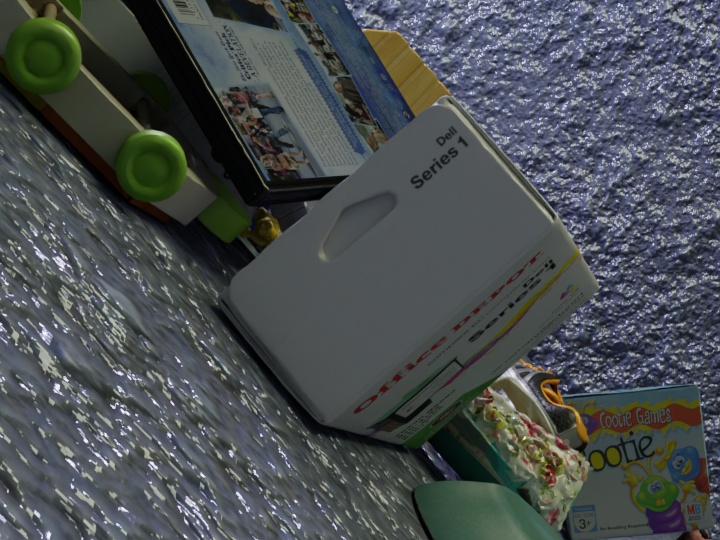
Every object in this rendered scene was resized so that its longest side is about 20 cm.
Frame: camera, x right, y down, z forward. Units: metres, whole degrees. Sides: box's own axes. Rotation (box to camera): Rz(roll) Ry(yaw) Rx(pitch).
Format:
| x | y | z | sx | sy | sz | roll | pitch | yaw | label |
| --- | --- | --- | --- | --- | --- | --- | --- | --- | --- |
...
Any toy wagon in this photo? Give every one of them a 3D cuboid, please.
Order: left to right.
| x | y | z | sx | sy | sz | roll | pitch | yaw | label |
| --- | --- | --- | --- | --- | --- | --- | --- | --- | --- |
| -0.117 | -0.075 | 0.707 | 0.200 | 0.040 | 0.155 | 47 | 5 | -21 | toy wagon |

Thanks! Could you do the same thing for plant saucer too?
| x | y | z | sx | sy | sz | roll | pitch | yaw | label |
| --- | --- | --- | --- | --- | --- | --- | --- | --- | --- |
| 0.106 | 0.176 | 0.726 | 0.200 | 0.036 | 0.200 | 47 | 5 | -6 | plant saucer |

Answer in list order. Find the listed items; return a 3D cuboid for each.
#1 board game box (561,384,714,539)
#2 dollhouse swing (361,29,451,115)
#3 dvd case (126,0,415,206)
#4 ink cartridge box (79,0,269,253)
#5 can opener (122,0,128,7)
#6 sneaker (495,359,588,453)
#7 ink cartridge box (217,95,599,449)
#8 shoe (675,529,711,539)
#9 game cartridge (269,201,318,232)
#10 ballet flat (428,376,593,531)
| x | y | z | sx | sy | sz | roll | pitch | yaw | label |
| --- | --- | --- | --- | --- | --- | --- | --- | --- | --- |
| 0.200 | 0.143 | 1.097 | 0.200 | 0.105 | 0.103 | 46 | 39 | -83 | board game box |
| 0.021 | -0.092 | 1.246 | 0.200 | 0.176 | 0.182 | 48 | 5 | -20 | dollhouse swing |
| -0.035 | -0.102 | 0.781 | 0.200 | 0.018 | 0.143 | -10 | 67 | -59 | dvd case |
| -0.102 | -0.085 | 0.837 | 0.200 | 0.039 | 0.099 | 49 | -5 | 0 | ink cartridge box |
| -0.114 | -0.126 | 0.950 | 0.200 | 0.067 | 0.053 | 46 | 6 | -26 | can opener |
| 0.102 | 0.093 | 0.968 | 0.200 | 0.077 | 0.078 | -100 | 171 | -70 | sneaker |
| 0.035 | 0.011 | 0.728 | 0.084 | 0.145 | 0.200 | 50 | 5 | 17 | ink cartridge box |
| 0.251 | 0.247 | 1.103 | 0.071 | 0.091 | 0.200 | 50 | 5 | 17 | shoe |
| 0.000 | 0.000 | 0.989 | 0.200 | 0.038 | 0.130 | 41 | 29 | -54 | game cartridge |
| 0.059 | 0.074 | 0.858 | 0.200 | 0.064 | 0.076 | 49 | -27 | 16 | ballet flat |
